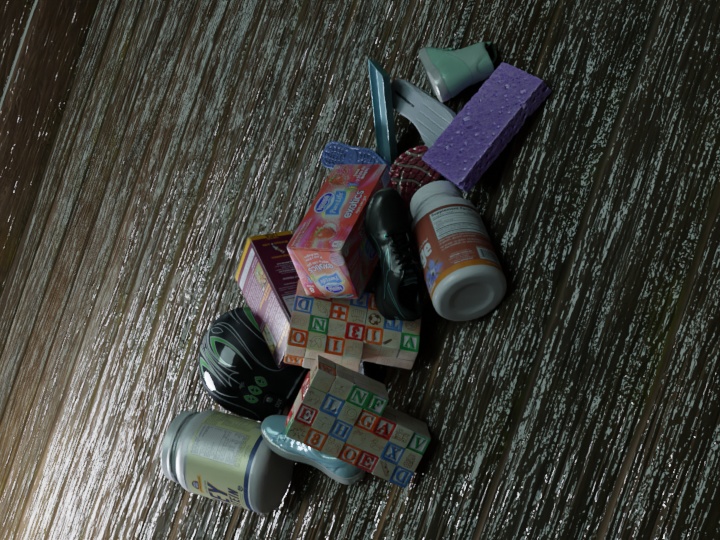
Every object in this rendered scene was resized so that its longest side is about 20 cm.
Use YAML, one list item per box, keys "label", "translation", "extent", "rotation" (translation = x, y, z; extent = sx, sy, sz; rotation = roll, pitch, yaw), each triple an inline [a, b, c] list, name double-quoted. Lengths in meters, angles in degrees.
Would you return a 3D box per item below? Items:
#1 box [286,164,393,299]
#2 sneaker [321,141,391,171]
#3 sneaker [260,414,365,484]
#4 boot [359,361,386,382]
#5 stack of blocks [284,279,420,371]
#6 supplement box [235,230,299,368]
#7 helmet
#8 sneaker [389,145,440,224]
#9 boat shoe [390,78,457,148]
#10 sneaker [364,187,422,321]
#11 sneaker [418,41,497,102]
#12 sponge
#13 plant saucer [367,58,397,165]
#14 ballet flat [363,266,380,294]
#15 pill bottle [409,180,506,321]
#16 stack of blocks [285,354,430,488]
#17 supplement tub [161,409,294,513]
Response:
- label: "box"
  translation: [-0.020, -0.062, 1.560]
  extent: [0.093, 0.103, 0.201]
  rotation: [2, 44, 26]
- label: "sneaker"
  translation: [0.013, -0.175, 1.789]
  extent: [0.200, 0.077, 0.071]
  rotation: [35, 103, 50]
- label: "sneaker"
  translation: [-0.077, 0.265, 1.646]
  extent: [0.198, 0.083, 0.074]
  rotation: [19, 47, 25]
- label: "boot"
  translation: [-0.024, 0.087, 1.701]
  extent: [0.200, 0.065, 0.167]
  rotation: [31, 128, 58]
- label: "stack of blocks"
  translation: [-0.010, 0.096, 1.573]
  extent: [0.059, 0.197, 0.116]
  rotation: [107, 173, -57]
- label: "supplement box"
  translation: [-0.127, 0.046, 1.726]
  extent: [0.201, 0.085, 0.111]
  rotation: [61, 145, 29]
- label: "helmet"
  translation: [-0.193, 0.160, 1.807]
  extent: [0.202, 0.189, 0.200]
  rotation: [-59, -1, -2]
- label: "sneaker"
  translation: [0.069, -0.113, 1.690]
  extent: [0.080, 0.075, 0.202]
  rotation: [30, 89, 13]
- label: "boat shoe"
  translation: [0.124, -0.249, 1.676]
  extent: [0.200, 0.062, 0.072]
  rotation: [51, 126, 31]
- label: "sneaker"
  translation: [0.059, -0.021, 1.505]
  extent: [0.079, 0.075, 0.203]
  rotation: [19, 121, 59]
- label: "sneaker"
  translation: [0.164, -0.336, 1.679]
  extent: [0.117, 0.074, 0.201]
  rotation: [-24, 25, 4]
- label: "sponge"
  translation: [0.188, -0.219, 1.556]
  extent: [0.201, 0.030, 0.111]
  rotation: [-50, 39, 1]
- label: "plant saucer"
  translation: [0.040, -0.255, 1.736]
  extent: [0.070, 0.019, 0.202]
  rotation: [-122, 18, -49]
- label: "ballet flat"
  translation: [0.000, 0.000, 1.692]
  extent: [0.074, 0.072, 0.200]
  rotation: [-62, 22, 12]
- label: "pill bottle"
  translation: [0.137, -0.034, 1.522]
  extent: [0.112, 0.111, 0.202]
  rotation: [-47, 41, 31]
- label: "stack of blocks"
  translation: [0.002, 0.222, 1.510]
  extent: [0.116, 0.198, 0.059]
  rotation: [-63, 10, 12]
- label: "supplement tub"
  translation: [-0.227, 0.323, 1.765]
  extent: [0.197, 0.145, 0.147]
  rotation: [10, 82, 21]
